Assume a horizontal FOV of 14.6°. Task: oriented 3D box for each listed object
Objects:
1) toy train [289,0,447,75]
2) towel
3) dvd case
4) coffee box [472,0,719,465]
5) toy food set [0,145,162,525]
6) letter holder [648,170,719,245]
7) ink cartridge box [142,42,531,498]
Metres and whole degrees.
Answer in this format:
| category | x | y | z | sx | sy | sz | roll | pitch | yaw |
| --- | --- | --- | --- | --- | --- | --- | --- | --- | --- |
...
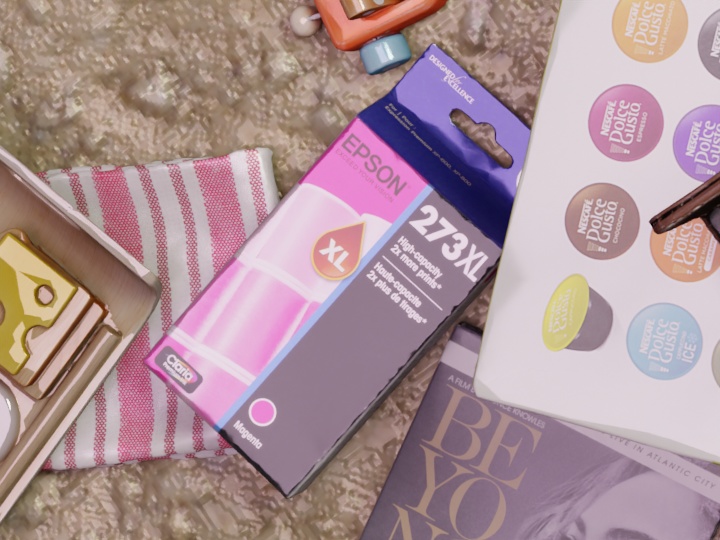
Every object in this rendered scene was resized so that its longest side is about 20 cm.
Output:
| category | x | y | z | sx | sy | sz | roll | pitch | yaw |
| --- | --- | --- | --- | --- | --- | --- | --- | --- | --- |
| toy train | 0.009 | -0.197 | 1.267 | 0.150 | 0.056 | 0.200 | -19 | 88 | 18 |
| towel | -0.129 | 0.023 | 1.339 | 0.200 | 0.030 | 0.146 | -6 | 92 | 18 |
| dvd case | 0.070 | 0.145 | 1.290 | 0.149 | 0.016 | 0.200 | 27 | 101 | 15 |
| coffee box | 0.180 | -0.025 | 1.146 | 0.198 | 0.200 | 0.200 | 15 | 96 | 16 |
| toy food set | -0.202 | 0.037 | 1.314 | 0.143 | 0.060 | 0.200 | 39 | 101 | 11 |
| letter holder | 0.213 | -0.036 | 0.956 | 0.200 | 0.142 | 0.101 | -35 | 83 | 14 |
| ink cartridge box | 0.000 | 0.000 | 1.281 | 0.095 | 0.037 | 0.200 | 42 | 96 | 7 |
